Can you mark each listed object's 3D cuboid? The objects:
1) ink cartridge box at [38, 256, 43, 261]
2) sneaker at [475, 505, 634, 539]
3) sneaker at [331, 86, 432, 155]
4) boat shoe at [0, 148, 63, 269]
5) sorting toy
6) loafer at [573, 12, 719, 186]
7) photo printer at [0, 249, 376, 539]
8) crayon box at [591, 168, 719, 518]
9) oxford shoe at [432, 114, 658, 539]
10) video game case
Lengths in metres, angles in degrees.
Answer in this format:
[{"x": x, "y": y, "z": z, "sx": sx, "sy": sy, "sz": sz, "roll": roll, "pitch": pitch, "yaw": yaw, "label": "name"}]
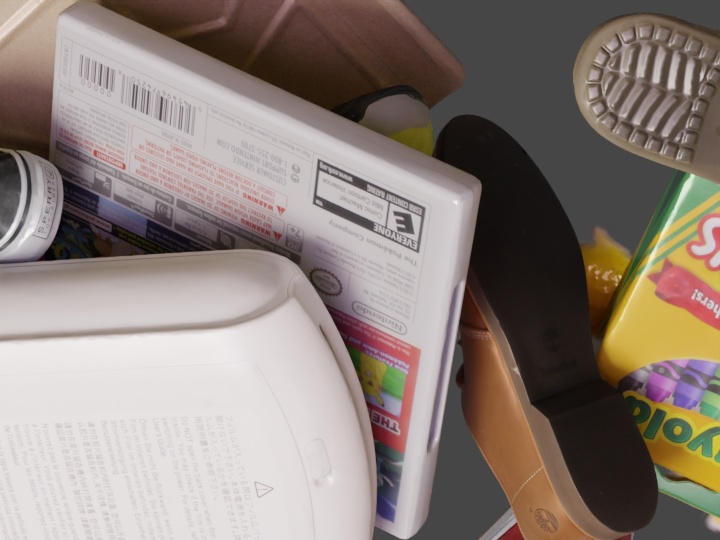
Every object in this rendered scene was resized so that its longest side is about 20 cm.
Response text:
[{"x": -0.207, "y": -0.042, "z": 1.363, "sx": 0.161, "sy": 0.050, "sz": 0.201, "roll": 15, "pitch": 111, "yaw": 4, "label": "ink cartridge box"}, {"x": 0.052, "y": 0.186, "z": 1.372, "sx": 0.071, "sy": 0.113, "sz": 0.200, "roll": 34, "pitch": 116, "yaw": -8, "label": "sneaker"}, {"x": 0.000, "y": 0.000, "z": 1.287, "sx": 0.077, "sy": 0.075, "sz": 0.201, "roll": 55, "pitch": 149, "yaw": 27, "label": "sneaker"}, {"x": -0.211, "y": -0.029, "z": 1.270, "sx": 0.071, "sy": 0.073, "sz": 0.199, "roll": 22, "pitch": 156, "yaw": -40, "label": "boat shoe"}, {"x": -0.082, "y": -0.086, "z": 1.298, "sx": 0.200, "sy": 0.037, "sz": 0.185, "roll": -38, "pitch": 119, "yaw": 14, "label": "sorting toy"}, {"x": 0.175, "y": -0.058, "z": 1.228, "sx": 0.199, "sy": 0.067, "sz": 0.076, "roll": 28, "pitch": 104, "yaw": -17, "label": "loafer"}, {"x": -0.094, "y": 0.072, "z": 1.229, "sx": 0.199, "sy": 0.070, "sz": 0.167, "roll": -4, "pitch": 123, "yaw": 13, "label": "photo printer"}, {"x": 0.176, "y": 0.029, "z": 1.320, "sx": 0.126, "sy": 0.051, "sz": 0.201, "roll": 24, "pitch": 115, "yaw": 0, "label": "crayon box"}, {"x": 0.063, "y": 0.030, "z": 1.307, "sx": 0.071, "sy": 0.071, "sz": 0.201, "roll": -31, "pitch": 70, "yaw": 47, "label": "oxford shoe"}, {"x": -0.048, "y": 0.000, "z": 1.249, "sx": 0.199, "sy": 0.023, "sz": 0.183, "roll": 25, "pitch": 130, "yaw": 21, "label": "video game case"}]
